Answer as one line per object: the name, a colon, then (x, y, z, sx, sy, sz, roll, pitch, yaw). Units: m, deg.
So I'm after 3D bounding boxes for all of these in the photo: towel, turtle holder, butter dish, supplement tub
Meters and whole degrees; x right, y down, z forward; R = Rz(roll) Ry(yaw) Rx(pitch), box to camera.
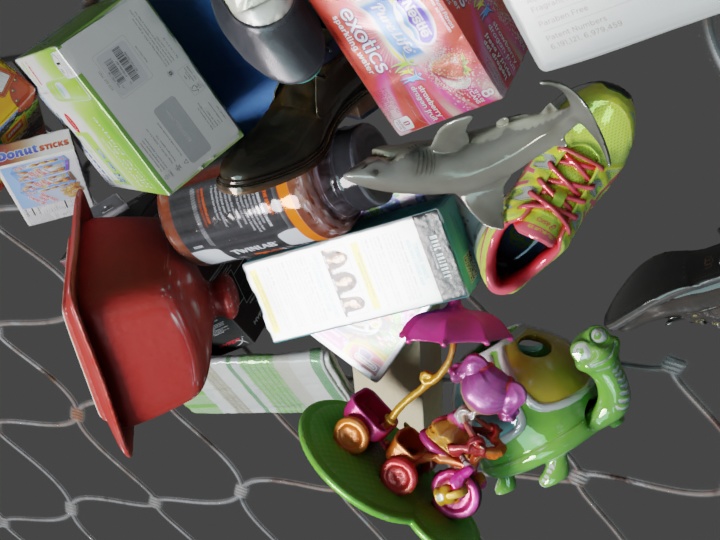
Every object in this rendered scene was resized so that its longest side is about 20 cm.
towel: (-0.114, 0.117, 1.176, 0.200, 0.031, 0.149, -2, 152, 12)
turtle holder: (0.161, 0.120, 1.009, 0.132, 0.141, 0.186, 58, 167, 0)
butter dish: (-0.187, 0.037, 1.015, 0.148, 0.200, 0.200, -11, 125, -4)
supplement tub: (-0.072, -0.070, 0.943, 0.200, 0.107, 0.107, -12, 124, 31)

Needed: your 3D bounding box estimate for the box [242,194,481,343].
box: (0.000, 0.000, 0.966, 0.200, 0.049, 0.082, -15, 104, 26)

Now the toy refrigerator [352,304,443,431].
toy refrigerator: (0.039, 0.093, 1.106, 0.076, 0.070, 0.200, 10, 129, 20)

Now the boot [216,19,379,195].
boot: (-0.052, -0.142, 0.842, 0.075, 0.200, 0.097, 14, 133, 32)

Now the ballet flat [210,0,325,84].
ballet flat: (-0.090, -0.226, 0.804, 0.200, 0.073, 0.073, 62, 142, 21)

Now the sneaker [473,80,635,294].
sneaker: (0.157, -0.057, 0.867, 0.078, 0.090, 0.200, 27, 120, -3)

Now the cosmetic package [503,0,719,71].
cosmetic package: (0.154, -0.260, 0.639, 0.166, 0.167, 0.200, -13, 124, 37)

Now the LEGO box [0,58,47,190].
LEGO box: (-0.399, -0.182, 1.019, 0.200, 0.077, 0.149, 39, 164, -1)

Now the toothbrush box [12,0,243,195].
toothbrush box: (-0.204, -0.149, 0.929, 0.146, 0.086, 0.200, 55, 164, -22)

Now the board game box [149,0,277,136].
board game box: (-0.104, -0.189, 0.941, 0.158, 0.039, 0.200, 0, 137, 26)

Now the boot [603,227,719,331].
boot: (0.327, 0.051, 0.914, 0.174, 0.069, 0.200, 45, 133, -15)

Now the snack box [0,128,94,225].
snack box: (-0.306, -0.087, 1.060, 0.200, 0.072, 0.024, 125, 129, -75)

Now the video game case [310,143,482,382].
video game case: (0.009, -0.010, 0.998, 0.143, 0.018, 0.200, 36, 117, 7)

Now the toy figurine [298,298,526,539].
toy figurine: (0.073, 0.121, 0.947, 0.200, 0.150, 0.184, 40, 114, 14)

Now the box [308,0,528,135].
box: (0.031, -0.213, 0.801, 0.100, 0.096, 0.200, -15, 122, 38)

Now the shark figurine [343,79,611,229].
shark figurine: (0.110, -0.078, 0.833, 0.214, 0.128, 0.090, -13, 87, 37)

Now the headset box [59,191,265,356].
headset box: (-0.207, 0.003, 1.147, 0.149, 0.075, 0.200, -23, 117, 40)
